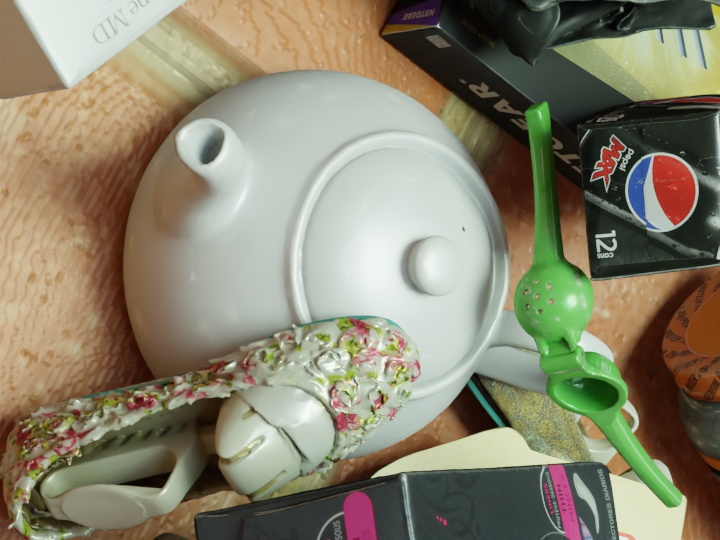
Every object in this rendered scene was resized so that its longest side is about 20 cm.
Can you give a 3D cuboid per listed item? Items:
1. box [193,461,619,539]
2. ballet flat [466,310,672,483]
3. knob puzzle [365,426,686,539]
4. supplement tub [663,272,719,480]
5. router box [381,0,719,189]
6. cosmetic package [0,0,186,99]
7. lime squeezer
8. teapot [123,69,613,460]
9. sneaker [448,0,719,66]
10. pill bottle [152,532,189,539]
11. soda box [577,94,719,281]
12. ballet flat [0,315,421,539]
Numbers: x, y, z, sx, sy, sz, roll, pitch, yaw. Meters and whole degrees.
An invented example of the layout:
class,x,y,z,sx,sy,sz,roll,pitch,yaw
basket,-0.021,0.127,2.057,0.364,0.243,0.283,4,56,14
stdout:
class,x,y,z,sx,sy,sz,roll,pitch,yaw
box,0.031,0.150,0.916,0.200,0.105,0.123,5,74,-60
ballet flat,0.124,0.104,1.109,0.071,0.071,0.201,-43,110,-27
knob puzzle,0.050,0.174,1.045,0.218,0.030,0.221,3,79,-16
supplement tub,0.255,0.093,1.164,0.123,0.122,0.200,-48,115,-25
router box,0.124,-0.138,1.123,0.200,0.052,0.158,33,72,-30
cosmetic package,-0.156,-0.185,0.916,0.101,0.071,0.201,-41,113,-28
lime squeezer,0.097,0.030,0.955,0.071,0.037,0.201,-60,130,-71
teapot,0.000,0.000,0.981,0.199,0.146,0.199,-25,104,-33
sneaker,0.066,-0.144,1.011,0.198,0.060,0.105,-12,71,-10
pill bottle,-0.122,0.212,0.917,0.200,0.110,0.111,-46,114,-26
soda box,0.144,-0.044,0.998,0.200,0.063,0.071,-31,116,-76
ballet flat,-0.066,0.077,0.916,0.076,0.199,0.064,60,21,-29
